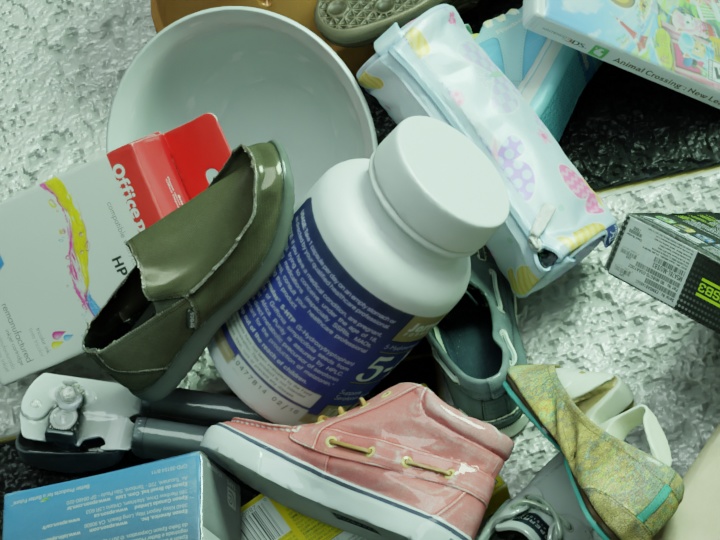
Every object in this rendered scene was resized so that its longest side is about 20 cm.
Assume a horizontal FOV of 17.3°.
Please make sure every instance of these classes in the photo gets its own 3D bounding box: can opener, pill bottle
[{"bbox_3d":[-0.132,0.106,1.574,0.198,0.067,0.053,5,54,9],"label":"can opener"},{"bbox_3d":[0.000,0.000,1.510,0.200,0.119,0.120,-46,45,32],"label":"pill bottle"}]

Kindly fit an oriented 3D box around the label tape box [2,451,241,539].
[{"bbox_3d":[-0.150,0.227,1.472,0.143,0.063,0.201,-13,58,18],"label":"label tape box"}]

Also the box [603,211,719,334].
[{"bbox_3d":[0.277,0.022,1.444,0.199,0.193,0.048,30,105,30],"label":"box"}]

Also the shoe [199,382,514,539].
[{"bbox_3d":[-0.001,0.112,1.477,0.199,0.072,0.091,19,73,31],"label":"shoe"}]

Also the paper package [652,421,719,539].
[{"bbox_3d":[0.283,0.175,1.380,0.199,0.104,0.191,26,66,28],"label":"paper package"}]

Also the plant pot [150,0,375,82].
[{"bbox_3d":[-0.071,-0.237,1.739,0.198,0.140,0.201,-8,54,10],"label":"plant pot"}]

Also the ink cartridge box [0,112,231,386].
[{"bbox_3d":[-0.171,-0.016,1.598,0.199,0.067,0.117,-24,93,17],"label":"ink cartridge box"}]

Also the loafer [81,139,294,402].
[{"bbox_3d":[-0.110,-0.001,1.498,0.201,0.069,0.075,-56,35,21],"label":"loafer"}]

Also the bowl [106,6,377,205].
[{"bbox_3d":[-0.069,-0.084,1.639,0.199,0.090,0.203,3,100,17],"label":"bowl"}]

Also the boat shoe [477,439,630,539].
[{"bbox_3d":[0.110,0.173,1.450,0.073,0.067,0.201,22,64,27],"label":"boat shoe"}]

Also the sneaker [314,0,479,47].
[{"bbox_3d":[0.054,-0.202,1.703,0.199,0.076,0.070,-34,56,-22],"label":"sneaker"}]

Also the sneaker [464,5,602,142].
[{"bbox_3d":[0.103,-0.167,1.681,0.130,0.080,0.201,19,62,24],"label":"sneaker"}]

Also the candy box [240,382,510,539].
[{"bbox_3d":[-0.012,0.164,1.515,0.199,0.026,0.102,-34,55,-8],"label":"candy box"}]

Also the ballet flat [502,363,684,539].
[{"bbox_3d":[0.144,0.097,1.418,0.070,0.071,0.200,-25,27,-2],"label":"ballet flat"}]

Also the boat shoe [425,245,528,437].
[{"bbox_3d":[0.068,0.016,1.573,0.072,0.062,0.201,-17,54,3],"label":"boat shoe"}]

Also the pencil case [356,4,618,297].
[{"bbox_3d":[0.082,-0.079,1.570,0.083,0.091,0.201,-39,84,31],"label":"pencil case"}]

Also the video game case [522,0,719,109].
[{"bbox_3d":[0.197,-0.220,1.657,0.181,0.022,0.201,20,54,-21],"label":"video game case"}]
